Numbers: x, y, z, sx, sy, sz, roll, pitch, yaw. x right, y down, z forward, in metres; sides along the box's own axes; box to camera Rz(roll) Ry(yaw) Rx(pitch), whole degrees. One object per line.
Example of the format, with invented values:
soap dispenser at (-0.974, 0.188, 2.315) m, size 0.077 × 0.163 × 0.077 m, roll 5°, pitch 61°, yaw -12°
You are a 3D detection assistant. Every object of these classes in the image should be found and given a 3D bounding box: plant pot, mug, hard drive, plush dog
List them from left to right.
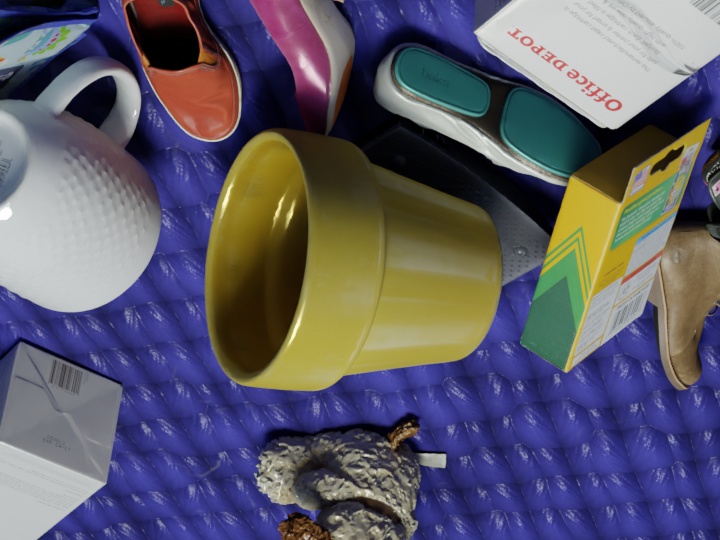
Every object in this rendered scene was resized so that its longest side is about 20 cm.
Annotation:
mug at (-0.243, -0.080, 1.403) m, size 0.148 × 0.200 × 0.175 m, roll 33°, pitch 177°, yaw 23°
plant pot at (0.000, 0.000, 1.401) m, size 0.189 × 0.201 × 0.201 m, roll 8°, pitch 143°, yaw -27°
plush dog at (0.003, 0.249, 1.773) m, size 0.200 × 0.172 × 0.160 m, roll 31°, pitch 134°, yaw -27°
hard drive at (0.062, -0.052, 1.501) m, size 0.200 × 0.042 × 0.135 m, roll 34°, pitch 132°, yaw -30°

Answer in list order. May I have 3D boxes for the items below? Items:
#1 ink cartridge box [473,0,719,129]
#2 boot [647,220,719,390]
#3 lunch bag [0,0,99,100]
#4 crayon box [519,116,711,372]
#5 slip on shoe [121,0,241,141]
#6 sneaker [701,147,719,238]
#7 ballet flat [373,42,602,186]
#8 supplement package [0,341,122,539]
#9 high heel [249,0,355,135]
ink cartridge box at (0.198, -0.210, 1.260) m, size 0.147 × 0.083 × 0.200 m, roll 30°, pitch 134°, yaw -27°
boot at (0.292, 0.033, 1.564) m, size 0.075 × 0.074 × 0.200 m, roll -10°, pitch 136°, yaw 9°
lunch bag at (-0.321, -0.184, 1.327) m, size 0.200 × 0.128 × 0.170 m, roll 16°, pitch 143°, yaw -41°
crayon box at (0.202, -0.031, 1.422) m, size 0.052 × 0.126 × 0.200 m, roll 33°, pitch 130°, yaw 24°
slip on shoe at (-0.141, -0.166, 1.370) m, size 0.074 × 0.061 × 0.200 m, roll -5°, pitch 141°, yaw 9°
sneaker at (0.316, -0.082, 1.415) m, size 0.086 × 0.080 × 0.200 m, roll 10°, pitch 136°, yaw 11°
ballet flat at (0.098, -0.119, 1.408) m, size 0.200 × 0.070 × 0.069 m, roll 24°, pitch 137°, yaw -17°
supplement package at (-0.344, 0.182, 1.772) m, size 0.121 × 0.120 × 0.200 m, roll 27°, pitch 136°, yaw -27°
high heel at (-0.057, -0.179, 1.347) m, size 0.096 × 0.067 × 0.200 m, roll 13°, pitch 147°, yaw 8°
